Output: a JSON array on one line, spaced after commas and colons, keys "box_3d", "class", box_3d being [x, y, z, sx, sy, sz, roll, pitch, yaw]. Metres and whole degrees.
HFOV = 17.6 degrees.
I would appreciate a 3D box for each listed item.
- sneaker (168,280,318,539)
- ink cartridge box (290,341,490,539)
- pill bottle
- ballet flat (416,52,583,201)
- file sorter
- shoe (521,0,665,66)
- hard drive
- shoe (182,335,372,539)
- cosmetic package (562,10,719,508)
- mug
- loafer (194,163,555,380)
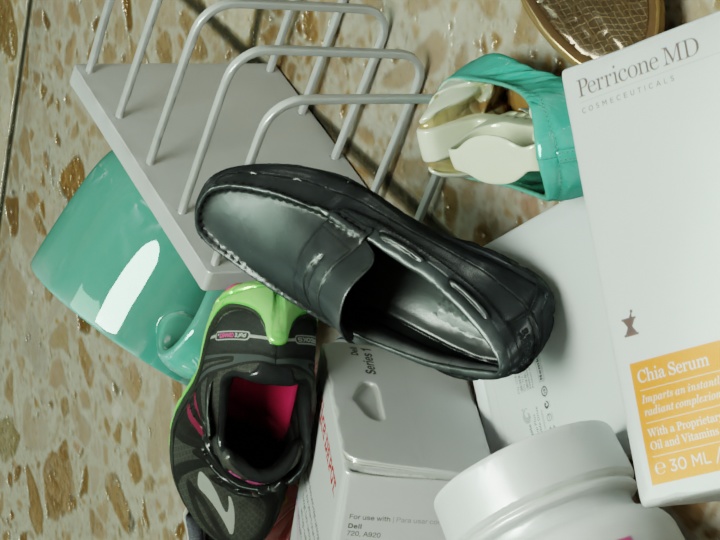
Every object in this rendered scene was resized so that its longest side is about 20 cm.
[{"box_3d": [-0.066, 0.093, 1.278, 0.200, 0.077, 0.084, 99, 173, -46], "class": "sneaker"}, {"box_3d": [0.010, 0.160, 1.260, 0.145, 0.084, 0.200, -104, 21, -64], "class": "ink cartridge box"}, {"box_3d": [0.115, 0.180, 1.089, 0.113, 0.113, 0.200, -50, 59, 50], "class": "pill bottle"}, {"box_3d": [0.068, -0.071, 1.161, 0.200, 0.070, 0.068, -163, 62, -67], "class": "ballet flat"}, {"box_3d": [-0.053, -0.101, 1.323, 0.200, 0.139, 0.125, 54, 135, 41], "class": "file sorter"}, {"box_3d": [0.100, -0.175, 1.149, 0.070, 0.053, 0.200, -32, 66, 17], "class": "shoe"}, {"box_3d": [0.117, 0.030, 1.164, 0.200, 0.027, 0.132, -31, 67, 57], "class": "hard drive"}, {"box_3d": [-0.045, 0.127, 1.384, 0.071, 0.091, 0.200, 50, 135, 43], "class": "shoe"}, {"box_3d": [0.163, -0.004, 1.018, 0.101, 0.071, 0.201, -19, 76, 41], "class": "cosmetic package"}, {"box_3d": [-0.095, -0.002, 1.396, 0.185, 0.152, 0.115, 37, 95, 35], "class": "mug"}, {"box_3d": [0.000, 0.000, 1.176, 0.200, 0.070, 0.068, 23, 121, 17], "class": "loafer"}]
